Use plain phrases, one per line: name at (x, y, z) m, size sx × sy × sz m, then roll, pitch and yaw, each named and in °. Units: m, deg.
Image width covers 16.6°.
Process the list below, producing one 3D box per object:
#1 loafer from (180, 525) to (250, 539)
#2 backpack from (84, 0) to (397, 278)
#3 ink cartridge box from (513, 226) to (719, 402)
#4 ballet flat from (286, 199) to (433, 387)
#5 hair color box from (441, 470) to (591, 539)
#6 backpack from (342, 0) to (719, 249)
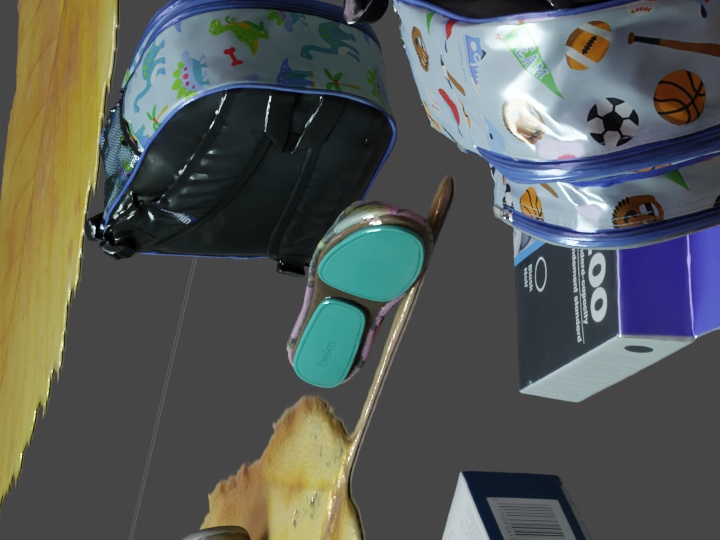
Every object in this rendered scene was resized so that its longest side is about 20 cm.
loafer at (-0.115, 0.281, 1.933) m, size 0.071 × 0.073 × 0.200 m, roll -120°, pitch 30°, yaw -44°
backpack at (-0.076, -0.108, 1.668) m, size 0.200 × 0.183 × 0.147 m, roll 126°, pitch 143°, yaw -52°
ink cartridge box at (0.126, -0.050, 1.222) m, size 0.200 × 0.043 × 0.199 m, roll 143°, pitch 129°, yaw -67°
ballet flat at (0.000, 0.000, 1.610) m, size 0.200 × 0.069 × 0.071 m, roll 115°, pitch 172°, yaw -52°
hair color box at (0.070, 0.216, 1.319) m, size 0.100 × 0.060 × 0.200 m, roll -111°, pitch 30°, yaw -55°
backpack at (0.115, -0.091, 1.021) m, size 0.190 × 0.200 × 0.154 m, roll -144°, pitch 32°, yaw -79°
